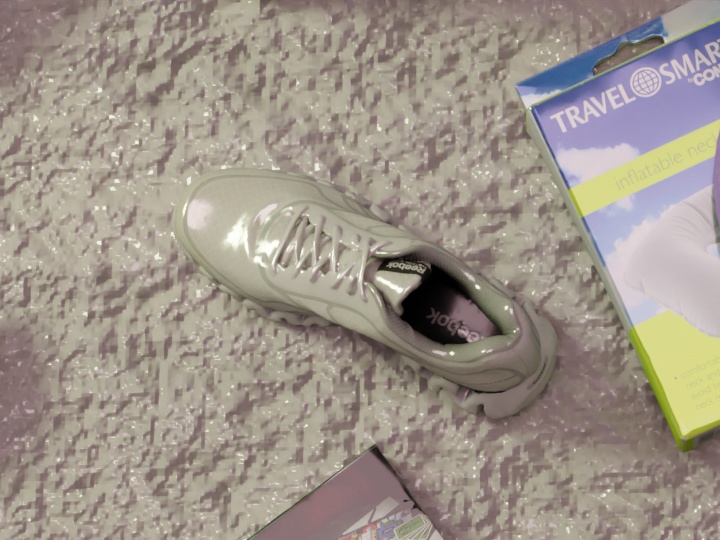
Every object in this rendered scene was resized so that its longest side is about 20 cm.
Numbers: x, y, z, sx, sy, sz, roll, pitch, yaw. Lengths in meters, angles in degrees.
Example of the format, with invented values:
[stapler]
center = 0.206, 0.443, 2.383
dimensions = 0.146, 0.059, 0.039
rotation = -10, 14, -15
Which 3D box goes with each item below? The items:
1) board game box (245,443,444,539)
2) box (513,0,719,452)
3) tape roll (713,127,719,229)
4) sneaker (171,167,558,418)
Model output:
[board game box]
center = -0.043, 0.183, 1.179
dimensions = 0.200, 0.023, 0.105
rotation = -36, 79, -3
[box]
center = 0.164, -0.031, 1.189
dimensions = 0.121, 0.048, 0.201
rotation = -24, 77, 0
[tape roll]
center = 0.265, -0.041, 1.138
dimensions = 0.199, 0.066, 0.201
rotation = 4, 71, -12
[sneaker]
center = 0.000, 0.000, 1.185
dimensions = 0.199, 0.081, 0.076
rotation = 24, 83, 12
